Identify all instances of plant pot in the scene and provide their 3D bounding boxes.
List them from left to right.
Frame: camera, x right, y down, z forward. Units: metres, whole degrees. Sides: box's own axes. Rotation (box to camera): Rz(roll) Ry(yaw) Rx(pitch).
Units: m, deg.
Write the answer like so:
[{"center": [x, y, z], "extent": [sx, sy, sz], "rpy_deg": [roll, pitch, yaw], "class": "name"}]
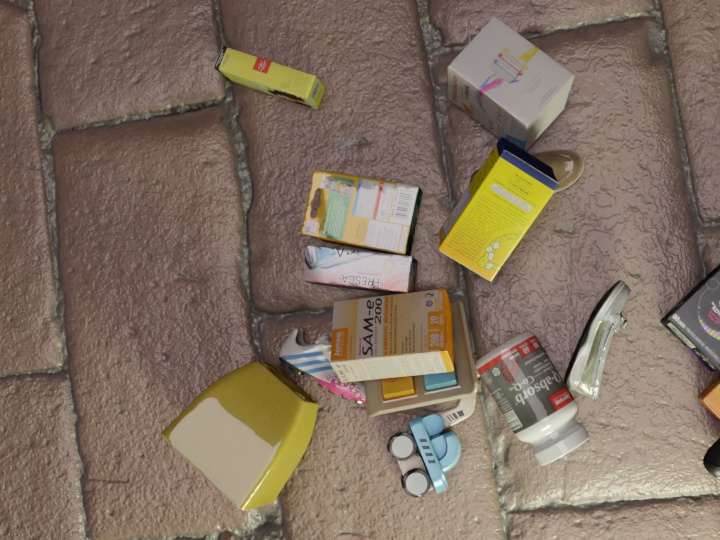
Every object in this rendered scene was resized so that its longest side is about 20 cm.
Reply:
[{"center": [-0.185, 0.271, 1.507], "extent": [0.195, 0.194, 0.200], "rpy_deg": [39, 88, 14], "class": "plant pot"}]

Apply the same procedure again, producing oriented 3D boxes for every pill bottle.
[{"center": [0.288, 0.212, 1.436], "extent": [0.116, 0.116, 0.200], "rpy_deg": [-32, 78, 8], "class": "pill bottle"}]

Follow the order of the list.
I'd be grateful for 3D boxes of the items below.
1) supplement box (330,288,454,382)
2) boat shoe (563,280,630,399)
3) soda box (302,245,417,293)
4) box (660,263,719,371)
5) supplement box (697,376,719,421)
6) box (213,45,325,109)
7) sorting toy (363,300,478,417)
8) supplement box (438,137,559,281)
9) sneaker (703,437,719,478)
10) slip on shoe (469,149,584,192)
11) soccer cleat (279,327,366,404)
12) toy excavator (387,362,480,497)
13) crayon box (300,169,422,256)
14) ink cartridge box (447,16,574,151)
[{"center": [0.054, 0.111, 1.465], "extent": [0.199, 0.074, 0.126], "rpy_deg": [-8, 54, 13], "class": "supplement box"}, {"center": [0.407, 0.114, 1.444], "extent": [0.065, 0.074, 0.203], "rpy_deg": [24, 94, 8], "class": "boat shoe"}, {"center": [0.000, 0.000, 1.553], "extent": [0.199, 0.064, 0.069], "rpy_deg": [6, 85, 13], "class": "soda box"}, {"center": [0.602, 0.053, 1.385], "extent": [0.200, 0.106, 0.122], "rpy_deg": [-45, 77, 4], "class": "box"}, {"center": [0.642, 0.162, 1.385], "extent": [0.200, 0.067, 0.069], "rpy_deg": [-45, 77, 6], "class": "supplement box"}, {"center": [-0.171, -0.364, 1.627], "extent": [0.199, 0.075, 0.050], "rpy_deg": [22, 89, 15], "class": "box"}, {"center": [0.094, 0.147, 1.491], "extent": [0.199, 0.037, 0.186], "rpy_deg": [-15, 53, 13], "class": "sorting toy"}, {"center": [0.228, -0.103, 1.447], "extent": [0.109, 0.109, 0.200], "rpy_deg": [31, 111, -5], "class": "supplement box"}, {"center": [0.624, 0.248, 1.359], "extent": [0.200, 0.088, 0.076], "rpy_deg": [-32, 39, 3], "class": "sneaker"}, {"center": [0.289, -0.170, 1.505], "extent": [0.199, 0.061, 0.076], "rpy_deg": [-6, 83, 12], "class": "slip on shoe"}, {"center": [-0.052, 0.168, 1.543], "extent": [0.199, 0.070, 0.087], "rpy_deg": [24, 90, 15], "class": "soccer cleat"}, {"center": [0.140, 0.273, 1.487], "extent": [0.199, 0.100, 0.195], "rpy_deg": [-21, 79, -4], "class": "toy excavator"}, {"center": [0.003, -0.105, 1.570], "extent": [0.199, 0.052, 0.126], "rpy_deg": [11, 87, 13], "class": "crayon box"}, {"center": [0.245, -0.323, 1.488], "extent": [0.200, 0.129, 0.125], "rpy_deg": [40, 82, 15], "class": "ink cartridge box"}]
